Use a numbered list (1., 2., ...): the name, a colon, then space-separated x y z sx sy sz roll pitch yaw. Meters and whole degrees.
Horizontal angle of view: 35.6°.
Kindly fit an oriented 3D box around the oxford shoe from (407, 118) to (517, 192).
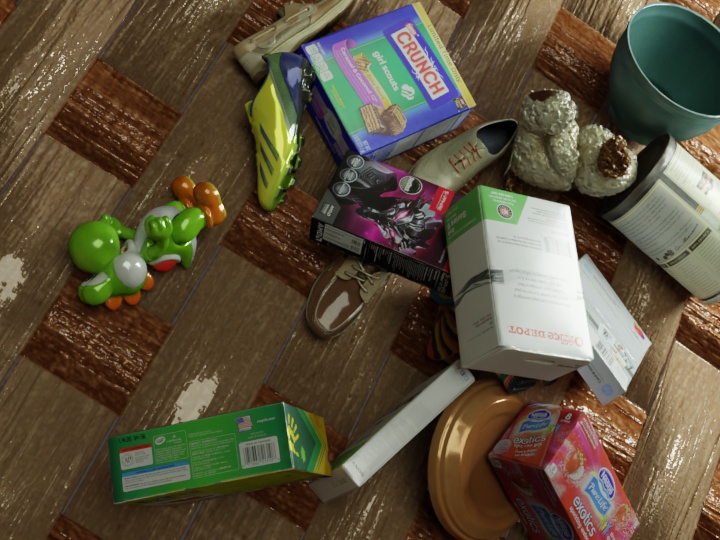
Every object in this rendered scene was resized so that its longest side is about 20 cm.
1. oxford shoe: 0.134 -0.153 1.523 0.199 0.074 0.071 -39 88 -26

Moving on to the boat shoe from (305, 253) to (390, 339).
1. boat shoe: 0.000 0.000 1.425 0.075 0.072 0.201 38 64 -5

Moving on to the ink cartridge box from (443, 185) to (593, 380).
1. ink cartridge box: 0.184 0.018 1.322 0.144 0.084 0.203 11 63 -30

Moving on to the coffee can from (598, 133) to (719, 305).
1. coffee can: 0.457 -0.071 1.575 0.199 0.146 0.147 40 64 -4

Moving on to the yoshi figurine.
1. yoshi figurine: -0.265 -0.046 1.331 0.112 0.113 0.200 42 65 15

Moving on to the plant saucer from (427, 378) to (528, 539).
1. plant saucer: 0.162 0.236 1.379 0.198 0.037 0.204 -3 94 -42

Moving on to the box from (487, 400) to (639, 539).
1. box: 0.251 0.270 1.373 0.100 0.095 0.202 -45 120 -29

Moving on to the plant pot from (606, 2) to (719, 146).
1. plant pot: 0.441 -0.266 1.630 0.197 0.135 0.203 11 57 -17

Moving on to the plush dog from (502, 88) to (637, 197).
1. plush dog: 0.296 -0.153 1.535 0.169 0.200 0.163 17 98 12

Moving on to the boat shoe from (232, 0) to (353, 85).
1. boat shoe: -0.085 -0.331 1.501 0.065 0.071 0.200 47 65 -1

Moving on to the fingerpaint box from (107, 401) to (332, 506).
1. fingerpaint box: -0.147 0.201 1.212 0.196 0.167 0.075 -13 75 10

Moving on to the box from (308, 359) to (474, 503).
1. box: 0.036 0.193 1.337 0.199 0.144 0.037 -37 86 -25

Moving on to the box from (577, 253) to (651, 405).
1. box: 0.308 0.072 1.474 0.157 0.041 0.200 54 28 2

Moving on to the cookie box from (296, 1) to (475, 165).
1. cookie box: 0.030 -0.247 1.514 0.198 0.075 0.173 -26 82 -26

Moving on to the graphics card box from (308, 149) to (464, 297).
1. graphics card box: 0.048 -0.061 1.400 0.197 0.051 0.126 22 55 8

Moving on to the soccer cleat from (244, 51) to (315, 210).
1. soccer cleat: -0.112 -0.179 1.436 0.082 0.065 0.204 11 90 4

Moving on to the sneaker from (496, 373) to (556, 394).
1. sneaker: 0.217 0.097 1.442 0.094 0.070 0.199 51 27 19

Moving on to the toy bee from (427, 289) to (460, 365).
1. toy bee: 0.144 0.020 1.440 0.130 0.107 0.204 -9 97 -57
